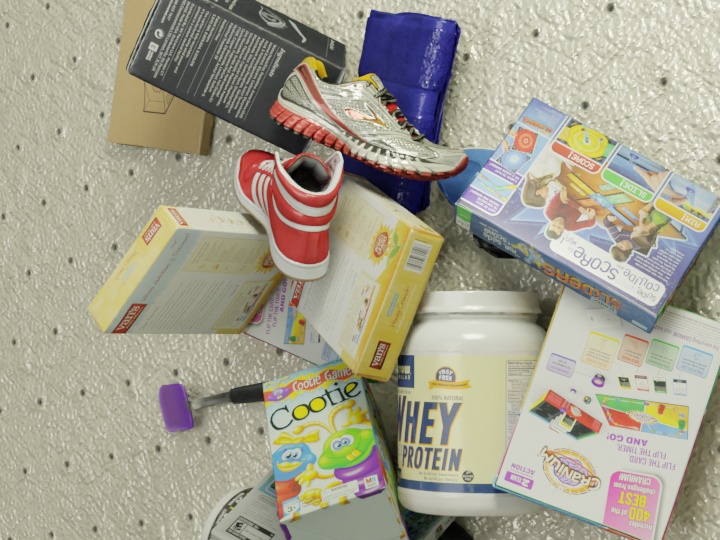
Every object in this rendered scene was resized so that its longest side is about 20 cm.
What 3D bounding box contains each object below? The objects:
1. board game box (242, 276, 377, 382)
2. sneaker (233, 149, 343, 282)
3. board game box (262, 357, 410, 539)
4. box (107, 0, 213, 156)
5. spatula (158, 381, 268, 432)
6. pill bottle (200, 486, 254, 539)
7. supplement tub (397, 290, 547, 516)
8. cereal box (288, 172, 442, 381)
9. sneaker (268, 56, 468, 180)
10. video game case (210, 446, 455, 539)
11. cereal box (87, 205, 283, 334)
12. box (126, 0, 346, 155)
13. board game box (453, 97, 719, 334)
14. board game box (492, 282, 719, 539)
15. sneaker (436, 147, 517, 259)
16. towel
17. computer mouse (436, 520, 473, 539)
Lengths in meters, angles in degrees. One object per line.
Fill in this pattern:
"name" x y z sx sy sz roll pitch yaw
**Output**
"board game box" -0.048 0.015 1.537 0.199 0.040 0.154 22 101 37
"sneaker" -0.069 -0.090 1.399 0.200 0.071 0.113 -121 34 -48
"board game box" -0.024 0.190 1.391 0.104 0.103 0.200 -19 34 3
"box" -0.229 -0.242 1.718 0.163 0.021 0.201 10 94 38
"spatula" -0.160 0.145 1.640 0.199 0.021 0.057 -14 91 35
"pill bottle" -0.061 0.302 1.497 0.199 0.111 0.112 14 96 37
"supplement tub" 0.106 0.121 1.351 0.144 0.145 0.201 -3 86 38
"cereal box" 0.000 0.000 1.381 0.145 0.039 0.200 -69 26 12
"sneaker" 0.012 -0.143 1.381 0.199 0.078 0.083 25 95 12
"video game case" -0.019 0.243 1.443 0.199 0.182 0.024 21 141 38
"cereal box" -0.160 0.003 1.464 0.144 0.200 0.040 -51 59 23
"box" -0.122 -0.217 1.492 0.199 0.148 0.105 26 106 -7
"board game box" 0.200 -0.051 1.269 0.199 0.035 0.136 31 67 16
"board game box" 0.217 0.119 1.256 0.152 0.040 0.201 20 83 10
"sneaker" 0.127 -0.066 1.366 0.200 0.111 0.077 35 109 35
"towel" 0.040 -0.161 1.475 0.148 0.049 0.201 25 104 58
"computer mouse" 0.123 0.301 1.390 0.141 0.046 0.200 -51 59 26
